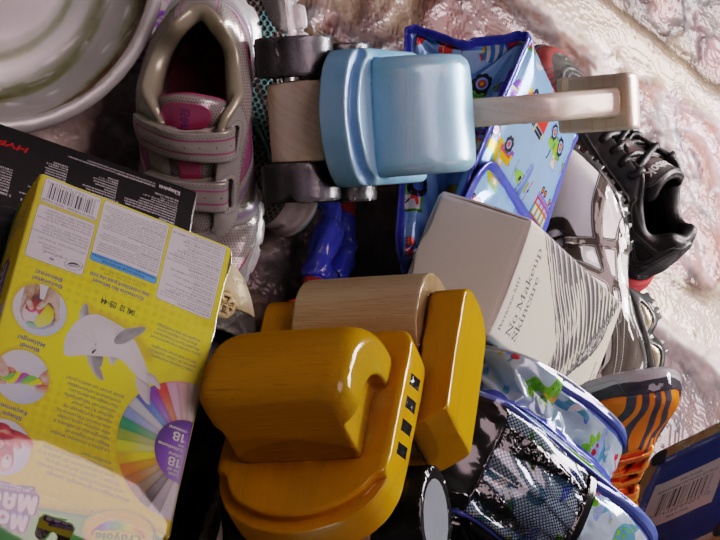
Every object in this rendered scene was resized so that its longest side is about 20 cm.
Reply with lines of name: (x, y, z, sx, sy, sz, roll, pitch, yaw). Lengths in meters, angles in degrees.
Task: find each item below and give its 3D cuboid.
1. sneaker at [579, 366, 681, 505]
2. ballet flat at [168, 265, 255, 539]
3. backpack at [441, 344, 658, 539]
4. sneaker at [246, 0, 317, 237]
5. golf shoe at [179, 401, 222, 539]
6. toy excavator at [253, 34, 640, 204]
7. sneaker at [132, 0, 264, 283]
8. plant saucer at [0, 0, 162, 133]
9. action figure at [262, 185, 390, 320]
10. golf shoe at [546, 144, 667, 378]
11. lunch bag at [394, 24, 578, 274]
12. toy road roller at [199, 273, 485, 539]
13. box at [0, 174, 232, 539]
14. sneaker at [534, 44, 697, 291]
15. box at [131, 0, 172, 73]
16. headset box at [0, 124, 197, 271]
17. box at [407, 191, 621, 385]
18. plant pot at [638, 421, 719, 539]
sneaker: (0.174, 0.140, 1.411, 0.077, 0.200, 0.113, -6, 68, -10)
ballet flat: (-0.087, 0.088, 1.195, 0.066, 0.057, 0.201, 17, 68, -23)
backpack: (0.083, 0.138, 1.321, 0.200, 0.183, 0.147, 42, 67, -29)
sneaker: (-0.082, -0.120, 1.356, 0.091, 0.077, 0.201, -4, 80, -35)
golf shoe: (-0.084, 0.146, 1.255, 0.200, 0.075, 0.092, 46, 55, -9)
toy excavator: (0.056, -0.094, 1.303, 0.194, 0.199, 0.101, -10, 98, -69)
sneaker: (-0.102, -0.075, 1.277, 0.088, 0.081, 0.201, 8, 81, -84)
plant saucer: (-0.213, -0.181, 1.242, 0.199, 0.050, 0.201, -5, 102, -25)
action figure: (0.000, 0.000, 1.368, 0.065, 0.098, 0.201, 63, 39, -44)
golf shoe: (0.151, -0.002, 1.530, 0.094, 0.078, 0.201, -23, 88, -46)
lunch bag: (0.070, -0.040, 1.437, 0.151, 0.094, 0.201, 52, 47, -61)
toy road roller: (-0.015, 0.064, 1.162, 0.146, 0.122, 0.201, 65, 28, -45)
box: (-0.142, 0.062, 1.105, 0.117, 0.048, 0.201, 22, 56, -17)
sneaker: (0.185, -0.084, 1.582, 0.071, 0.098, 0.201, -26, 90, -44)
box: (-0.195, -0.195, 1.306, 0.200, 0.039, 0.042, 37, 53, -27)
headset box: (-0.183, 0.033, 1.172, 0.148, 0.077, 0.201, 18, 61, -19)
box: (0.099, 0.022, 1.371, 0.200, 0.068, 0.083, 33, 77, -63)
plant pot: (0.288, 0.210, 1.494, 0.180, 0.200, 0.200, 42, 49, -14)
